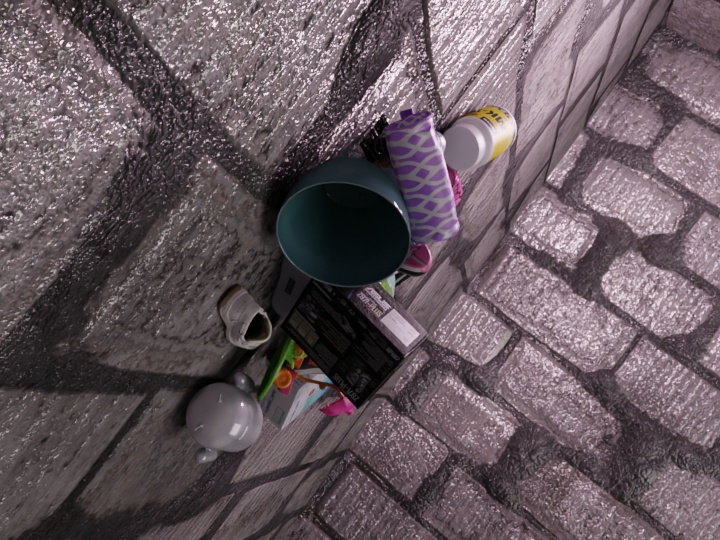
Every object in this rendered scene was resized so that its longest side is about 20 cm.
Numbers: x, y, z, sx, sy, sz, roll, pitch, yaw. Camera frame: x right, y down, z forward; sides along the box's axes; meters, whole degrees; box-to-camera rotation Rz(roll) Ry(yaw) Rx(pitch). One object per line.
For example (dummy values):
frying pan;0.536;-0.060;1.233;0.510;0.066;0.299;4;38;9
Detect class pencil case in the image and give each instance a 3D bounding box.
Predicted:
pencil case;0.187;-0.188;1.473;0.095;0.090;0.200;-63;165;4
pencil case;0.096;-0.138;0.964;0.086;0.083;0.202;-64;142;-61

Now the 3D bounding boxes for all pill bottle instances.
pill bottle;0.263;-0.295;1.415;0.200;0.114;0.115;-36;156;-48

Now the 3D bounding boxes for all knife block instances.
knife block;0.082;-0.169;1.073;0.064;0.200;0.175;-51;-167;-11

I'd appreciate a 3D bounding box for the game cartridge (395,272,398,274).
game cartridge;0.002;-0.035;1.186;0.040;0.135;0.199;-26;180;43

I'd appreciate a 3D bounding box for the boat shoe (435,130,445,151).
boat shoe;0.107;-0.191;1.293;0.065;0.073;0.202;-20;134;-54

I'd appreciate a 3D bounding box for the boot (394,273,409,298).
boot;0.073;0.031;1.422;0.162;0.198;0.074;-39;163;-22

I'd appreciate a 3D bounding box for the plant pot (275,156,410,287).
plant pot;-0.019;-0.094;0.963;0.136;0.197;0.201;-82;-171;-45

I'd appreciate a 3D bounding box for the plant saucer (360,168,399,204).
plant saucer;0.054;-0.102;1.089;0.202;0.198;0.039;89;12;-65

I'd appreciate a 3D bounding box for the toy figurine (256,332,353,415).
toy figurine;-0.070;0.185;1.190;0.202;0.182;0.150;-65;-171;-12

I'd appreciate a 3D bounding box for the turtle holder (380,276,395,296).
turtle holder;-0.005;0.005;1.289;0.140;0.186;0.132;-21;-151;47

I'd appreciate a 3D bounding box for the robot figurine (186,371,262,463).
robot figurine;-0.244;0.267;1.144;0.200;0.112;0.171;73;38;-70

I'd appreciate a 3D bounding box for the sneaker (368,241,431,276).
sneaker;0.038;-0.023;1.070;0.074;0.198;0.088;-45;139;-34

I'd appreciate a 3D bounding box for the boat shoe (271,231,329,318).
boat shoe;-0.094;0.002;1.105;0.066;0.072;0.201;-41;160;-49

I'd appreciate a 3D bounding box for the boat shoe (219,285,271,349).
boat shoe;-0.181;0.097;1.053;0.071;0.069;0.200;-50;164;-17

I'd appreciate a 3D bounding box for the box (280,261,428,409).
box;-0.014;0.101;1.065;0.086;0.200;0.164;-32;163;-50

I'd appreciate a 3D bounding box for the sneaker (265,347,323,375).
sneaker;-0.091;0.139;1.274;0.077;0.199;0.148;-93;-173;-58

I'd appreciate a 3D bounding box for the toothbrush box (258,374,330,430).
toothbrush box;-0.134;0.251;1.476;0.199;0.085;0.147;-30;152;-51
